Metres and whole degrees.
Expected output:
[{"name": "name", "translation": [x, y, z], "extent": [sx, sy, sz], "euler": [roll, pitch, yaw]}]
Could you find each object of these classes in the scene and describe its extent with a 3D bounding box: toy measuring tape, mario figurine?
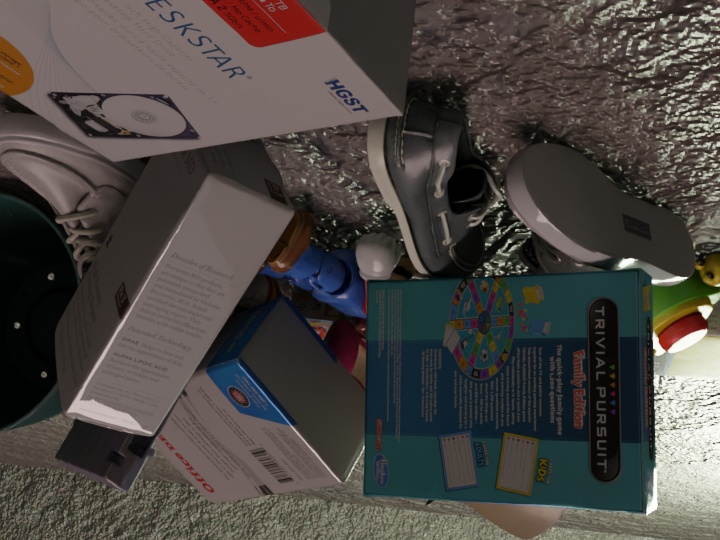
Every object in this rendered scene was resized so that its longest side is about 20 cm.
[{"name": "toy measuring tape", "translation": [0.228, 0.051, 0.819], "extent": [0.072, 0.075, 0.200], "euler": [17, 135, -25]}, {"name": "mario figurine", "translation": [0.000, 0.000, 0.846], "extent": [0.198, 0.124, 0.106], "euler": [32, 108, -34]}]

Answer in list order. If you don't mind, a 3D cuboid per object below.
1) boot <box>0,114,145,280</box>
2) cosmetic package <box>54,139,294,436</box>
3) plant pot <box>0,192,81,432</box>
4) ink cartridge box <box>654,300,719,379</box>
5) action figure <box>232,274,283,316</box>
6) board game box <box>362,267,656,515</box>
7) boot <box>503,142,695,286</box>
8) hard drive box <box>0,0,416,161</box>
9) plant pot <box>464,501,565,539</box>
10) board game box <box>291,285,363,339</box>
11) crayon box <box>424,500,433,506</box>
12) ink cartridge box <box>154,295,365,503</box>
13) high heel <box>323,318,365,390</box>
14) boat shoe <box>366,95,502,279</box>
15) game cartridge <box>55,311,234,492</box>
[{"name": "boot", "translation": [-0.193, -0.033, 0.733], "extent": [0.072, 0.098, 0.199], "euler": [-8, 155, 37]}, {"name": "cosmetic package", "translation": [-0.132, 0.002, 0.669], "extent": [0.073, 0.102, 0.202], "euler": [20, 113, -32]}, {"name": "plant pot", "translation": [-0.306, 0.044, 0.885], "extent": [0.196, 0.205, 0.161], "euler": [4, 174, 10]}, {"name": "ink cartridge box", "translation": [0.322, 0.074, 0.943], "extent": [0.193, 0.048, 0.201], "euler": [2, 157, 13]}, {"name": "action figure", "translation": [-0.130, 0.038, 0.985], "extent": [0.199, 0.105, 0.194], "euler": [37, 154, 11]}, {"name": "board game box", "translation": [0.099, 0.082, 0.676], "extent": [0.196, 0.155, 0.047], "euler": [-2, 172, 26]}, {"name": "boot", "translation": [0.145, -0.021, 0.692], "extent": [0.198, 0.075, 0.095], "euler": [22, 149, -37]}, {"name": "hard drive box", "translation": [-0.094, -0.131, 0.477], "extent": [0.196, 0.078, 0.155], "euler": [-5, 158, 31]}, {"name": "plant pot", "translation": [0.105, 0.090, 0.786], "extent": [0.132, 0.203, 0.200], "euler": [24, 159, -6]}, {"name": "board game box", "translation": [-0.006, 0.071, 1.071], "extent": [0.131, 0.035, 0.201], "euler": [7, 160, 2]}, {"name": "crayon box", "translation": [0.146, 0.155, 1.015], "extent": [0.198, 0.052, 0.126], "euler": [-35, 177, 18]}, {"name": "ink cartridge box", "translation": [-0.103, 0.122, 0.878], "extent": [0.198, 0.085, 0.147], "euler": [-19, 117, 45]}, {"name": "high heel", "translation": [0.009, 0.102, 0.966], "extent": [0.094, 0.068, 0.200], "euler": [24, 167, 10]}, {"name": "boat shoe", "translation": [0.062, -0.047, 0.661], "extent": [0.061, 0.074, 0.200], "euler": [3, 155, 23]}, {"name": "game cartridge", "translation": [-0.177, 0.083, 0.832], "extent": [0.038, 0.203, 0.129], "euler": [36, 159, -24]}]
